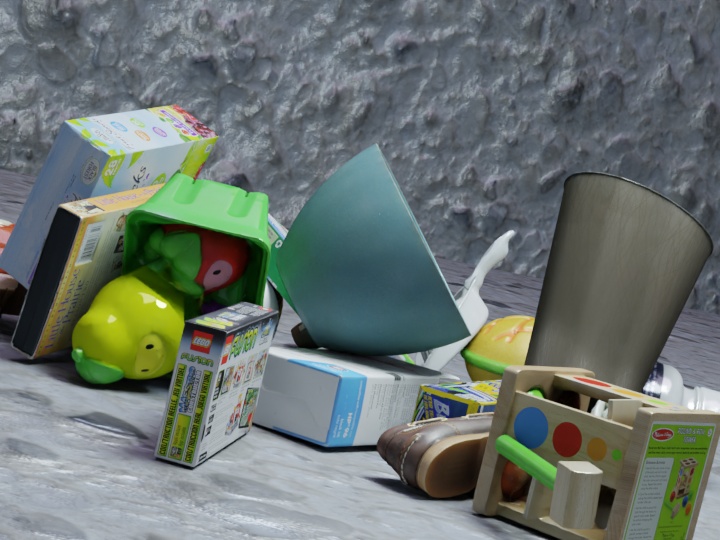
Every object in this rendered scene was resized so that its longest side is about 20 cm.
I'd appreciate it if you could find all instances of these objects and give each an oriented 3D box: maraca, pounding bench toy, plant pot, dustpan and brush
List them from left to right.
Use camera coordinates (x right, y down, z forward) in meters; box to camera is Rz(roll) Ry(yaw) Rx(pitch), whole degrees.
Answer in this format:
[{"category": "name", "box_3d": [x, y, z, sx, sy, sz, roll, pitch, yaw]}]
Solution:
[{"category": "plant pot", "box_3d": [0.000, 0.000, 1.754, 0.135, 0.200, 0.200, -26, 4, 3]}, {"category": "dustpan and brush", "box_3d": [0.116, 0.040, 2.123, 0.057, 0.200, 0.140, 46, 4, -4]}, {"category": "maraca", "box_3d": [0.194, 0.110, 2.092, 0.137, 0.107, 0.200, 3, 10, -30]}, {"category": "pounding bench toy", "box_3d": [0.163, 0.151, 1.490, 0.156, 0.124, 0.200, 17, 7, 37]}]

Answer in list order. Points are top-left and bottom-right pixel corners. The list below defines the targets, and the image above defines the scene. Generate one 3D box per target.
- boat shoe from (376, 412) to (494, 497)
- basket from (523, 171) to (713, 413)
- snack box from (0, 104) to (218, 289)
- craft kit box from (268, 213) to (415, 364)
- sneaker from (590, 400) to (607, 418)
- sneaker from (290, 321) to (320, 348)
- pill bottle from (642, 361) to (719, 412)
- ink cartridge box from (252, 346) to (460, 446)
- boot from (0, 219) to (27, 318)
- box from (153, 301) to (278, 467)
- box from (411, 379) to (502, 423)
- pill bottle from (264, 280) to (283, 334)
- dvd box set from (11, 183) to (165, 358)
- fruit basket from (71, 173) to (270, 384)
[{"category": "boat shoe", "box_3d": [0.100, 0.152, 1.602, 0.200, 0.071, 0.070, 8, 12, -46]}, {"category": "basket", "box_3d": [0.242, 0.033, 1.843, 0.180, 0.200, 0.136, 36, -23, -32]}, {"category": "snack box", "box_3d": [-0.245, -0.070, 1.833, 0.068, 0.169, 0.200, 36, 23, 17]}, {"category": "craft kit box", "box_3d": [-0.040, 0.027, 1.979, 0.197, 0.049, 0.200, 39, 7, -45]}, {"category": "sneaker", "box_3d": [0.240, 0.164, 1.784, 0.076, 0.081, 0.200, 12, 3, -5]}, {"category": "sneaker", "box_3d": [0.001, 0.074, 2.136, 0.067, 0.090, 0.200, -18, -9, -45]}, {"category": "pill bottle", "box_3d": [0.266, 0.141, 1.931, 0.200, 0.111, 0.111, 14, 5, 3]}, {"category": "ink cartridge box", "box_3d": [-0.010, 0.115, 1.724, 0.116, 0.068, 0.200, 15, 6, 35]}, {"category": "boot", "box_3d": [-0.321, -0.001, 1.884, 0.200, 0.075, 0.107, 12, 48, -32]}, {"category": "box", "box_3d": [-0.114, 0.088, 1.520, 0.035, 0.110, 0.200, 14, 5, 8]}, {"category": "box", "box_3d": [0.117, 0.143, 1.744, 0.064, 0.070, 0.200, 15, 5, 28]}, {"category": "pill bottle", "box_3d": [-0.138, 0.040, 1.947, 0.112, 0.113, 0.200, 13, 6, -2]}, {"category": "dvd box set", "box_3d": [-0.239, -0.003, 1.756, 0.029, 0.147, 0.200, 28, 20, 19]}, {"category": "fruit basket", "box_3d": [-0.169, 0.036, 1.715, 0.155, 0.216, 0.216, 14, 5, 3]}]
